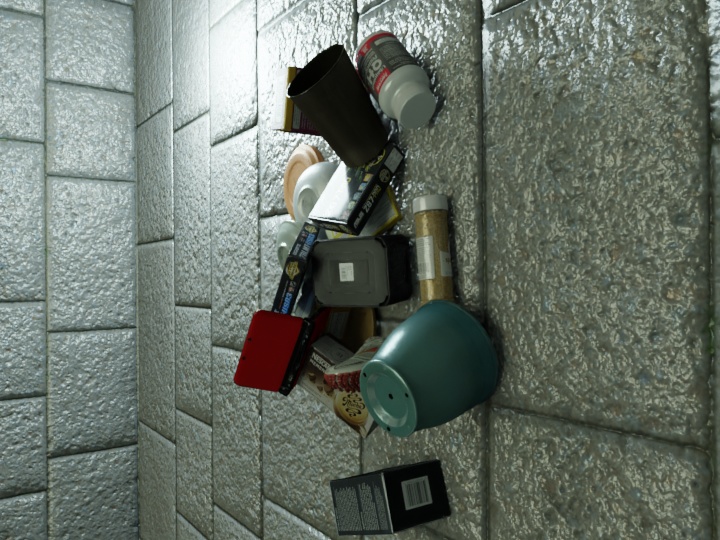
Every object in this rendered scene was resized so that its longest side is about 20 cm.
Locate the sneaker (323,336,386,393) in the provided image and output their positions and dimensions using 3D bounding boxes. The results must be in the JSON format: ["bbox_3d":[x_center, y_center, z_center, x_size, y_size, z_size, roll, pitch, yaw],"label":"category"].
[{"bbox_3d":[0.019,0.184,1.282,0.079,0.194,0.083,85,164,-50],"label":"sneaker"}]

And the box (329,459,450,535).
[{"bbox_3d":[0.053,0.449,1.250,0.199,0.145,0.110,-31,65,51],"label":"box"}]

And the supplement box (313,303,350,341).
[{"bbox_3d":[-0.081,0.157,1.469,0.066,0.067,0.206,35,117,46],"label":"supplement box"}]

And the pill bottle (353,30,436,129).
[{"bbox_3d":[0.070,-0.372,1.249,0.112,0.108,0.202,-59,45,36],"label":"pill bottle"}]

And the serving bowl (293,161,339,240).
[{"bbox_3d":[-0.102,-0.155,1.512,0.197,0.065,0.207,10,104,46],"label":"serving bowl"}]

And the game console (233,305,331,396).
[{"bbox_3d":[-0.165,0.154,1.366,0.116,0.172,0.204,27,118,9],"label":"game console"}]

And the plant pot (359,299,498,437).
[{"bbox_3d":[0.105,0.182,1.091,0.197,0.186,0.206,25,127,38],"label":"plant pot"}]

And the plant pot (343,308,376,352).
[{"bbox_3d":[-0.019,0.121,1.457,0.198,0.027,0.207,2,92,56],"label":"plant pot"}]

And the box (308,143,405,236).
[{"bbox_3d":[-0.009,-0.175,1.342,0.160,0.049,0.203,14,71,57],"label":"box"}]

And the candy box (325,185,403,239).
[{"bbox_3d":[0.003,-0.105,1.384,0.199,0.026,0.105,-37,64,33],"label":"candy box"}]

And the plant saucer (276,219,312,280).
[{"bbox_3d":[-0.159,-0.024,1.574,0.199,0.050,0.204,39,145,35],"label":"plant saucer"}]

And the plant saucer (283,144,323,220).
[{"bbox_3d":[-0.152,-0.222,1.644,0.198,0.032,0.207,-1,89,56],"label":"plant saucer"}]

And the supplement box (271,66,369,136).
[{"bbox_3d":[-0.087,-0.363,1.392,0.103,0.194,0.135,-157,71,-64],"label":"supplement box"}]

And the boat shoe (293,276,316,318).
[{"bbox_3d":[-0.116,0.056,1.508,0.072,0.069,0.203,50,134,24],"label":"boat shoe"}]

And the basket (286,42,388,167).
[{"bbox_3d":[-0.038,-0.323,1.290,0.133,0.201,0.183,-17,36,32],"label":"basket"}]

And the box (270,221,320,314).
[{"bbox_3d":[-0.151,0.020,1.419,0.201,0.048,0.203,-79,8,-65],"label":"box"}]

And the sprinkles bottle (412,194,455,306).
[{"bbox_3d":[0.137,-0.036,1.192,0.067,0.067,0.207,-10,82,54],"label":"sprinkles bottle"}]

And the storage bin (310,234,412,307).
[{"bbox_3d":[0.000,0.000,1.315,0.195,0.093,0.140,-1,95,36],"label":"storage bin"}]

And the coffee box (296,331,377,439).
[{"bbox_3d":[-0.030,0.244,1.362,0.198,0.079,0.115,35,121,18],"label":"coffee box"}]
